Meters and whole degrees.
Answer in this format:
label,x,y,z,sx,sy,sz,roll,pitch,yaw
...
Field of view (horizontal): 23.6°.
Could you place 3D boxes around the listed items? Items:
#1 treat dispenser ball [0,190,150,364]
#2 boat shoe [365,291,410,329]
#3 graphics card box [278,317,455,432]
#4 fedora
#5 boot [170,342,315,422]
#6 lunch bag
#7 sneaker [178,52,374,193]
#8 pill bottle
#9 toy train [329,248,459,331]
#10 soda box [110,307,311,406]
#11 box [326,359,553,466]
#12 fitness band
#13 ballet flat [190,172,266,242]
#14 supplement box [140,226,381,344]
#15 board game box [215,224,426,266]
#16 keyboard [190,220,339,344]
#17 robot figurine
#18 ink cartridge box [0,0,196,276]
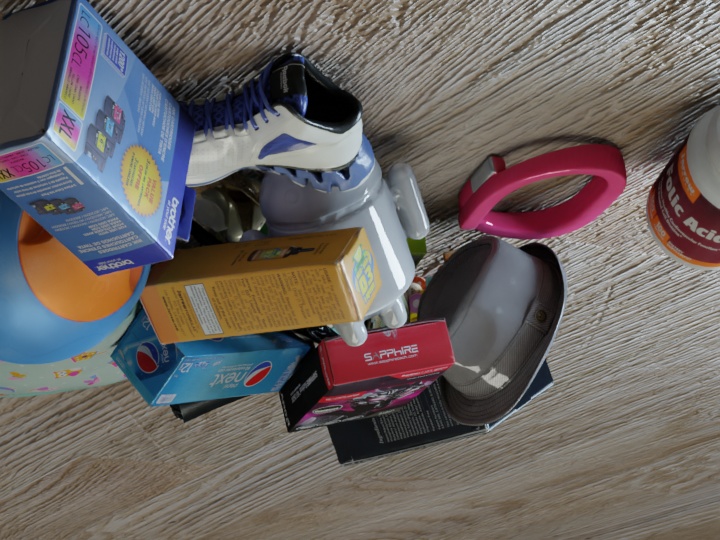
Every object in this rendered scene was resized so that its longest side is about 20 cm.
label,x,y,z,sx,sy,sz,roll,pitch,yaw
treat dispenser ball,-0.274,-0.022,1.434,0.200,0.201,0.201,-5,161,-2
boat shoe,0.000,0.000,1.641,0.072,0.076,0.200,25,141,39
graphics card box,0.002,0.104,1.675,0.125,0.051,0.200,-10,166,-19
fedora,0.117,0.045,1.716,0.090,0.200,0.177,33,169,-26
boot,-0.133,0.090,1.851,0.168,0.077,0.200,-17,-164,-1
lunch bag,-0.289,0.048,1.617,0.199,0.122,0.170,-1,160,3
sneaker,-0.084,-0.128,1.393,0.199,0.081,0.115,3,146,-3
pill bottle,0.338,-0.084,1.557,0.114,0.115,0.200,-3,160,-8
toy train,0.039,0.022,1.864,0.199,0.056,0.150,-14,163,-1
soda box,-0.137,0.076,1.616,0.064,0.068,0.200,-53,155,21
box,0.083,0.122,1.963,0.196,0.124,0.200,-19,-177,30
fitness band,0.175,-0.073,1.664,0.143,0.038,0.200,0,161,-16
ballet flat,-0.127,-0.061,1.570,0.070,0.065,0.200,-17,159,19
supplement box,-0.086,0.013,1.475,0.199,0.067,0.069,-9,117,26
board game box,-0.044,-0.021,1.735,0.199,0.048,0.102,0,160,-15
keyboard,-0.092,0.027,1.633,0.200,0.040,0.104,39,178,-38
robot figurine,-0.022,-0.034,1.531,0.169,0.200,0.113,-25,-155,-12
ink cartridge box,-0.195,-0.090,1.292,0.076,0.137,0.200,-10,145,24
